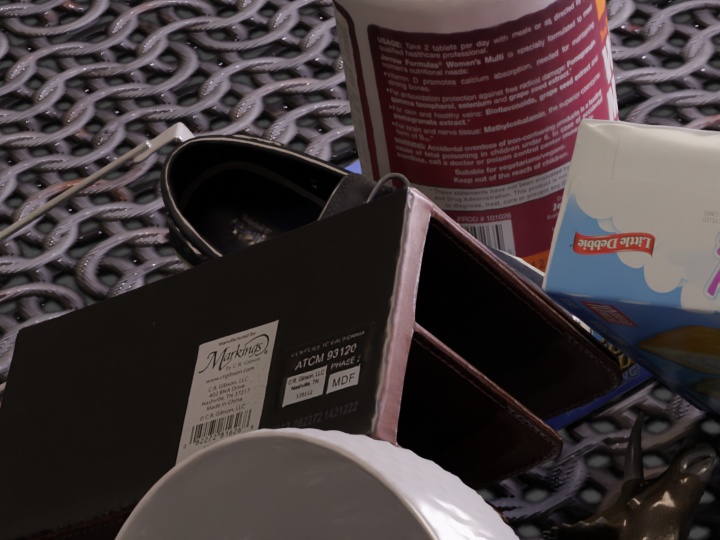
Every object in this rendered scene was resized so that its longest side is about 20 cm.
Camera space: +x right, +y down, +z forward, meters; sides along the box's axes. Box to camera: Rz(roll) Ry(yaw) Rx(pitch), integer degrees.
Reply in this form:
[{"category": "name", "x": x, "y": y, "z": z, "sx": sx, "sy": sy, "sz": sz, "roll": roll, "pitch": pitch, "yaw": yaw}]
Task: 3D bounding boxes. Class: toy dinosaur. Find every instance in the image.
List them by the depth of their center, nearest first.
[{"category": "toy dinosaur", "x": 0.051, "y": 0.134, "z": 1.037, "sx": 0.199, "sy": 0.077, "sz": 0.102, "roll": -22, "pitch": 22, "yaw": -7}]

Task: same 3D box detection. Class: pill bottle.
[{"category": "pill bottle", "x": 0.045, "y": -0.096, "z": 1.164, "sx": 0.109, "sy": 0.201, "sz": 0.110, "roll": -7, "pitch": 34, "yaw": 5}]

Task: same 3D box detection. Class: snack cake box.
[{"category": "snack cake box", "x": 0.157, "y": 0.008, "z": 1.070, "sx": 0.114, "sy": 0.200, "sz": 0.068, "roll": 9, "pitch": 79, "yaw": 25}]

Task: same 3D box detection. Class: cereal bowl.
[{"category": "cereal bowl", "x": 0.000, "y": 0.151, "z": 0.924, "sx": 0.083, "sy": 0.201, "sz": 0.200, "roll": 4, "pitch": 16, "yaw": -46}]

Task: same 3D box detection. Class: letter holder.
[{"category": "letter holder", "x": -0.019, "y": 0.072, "z": 1.060, "sx": 0.199, "sy": 0.142, "sz": 0.101, "roll": -19, "pitch": 49, "yaw": 37}]

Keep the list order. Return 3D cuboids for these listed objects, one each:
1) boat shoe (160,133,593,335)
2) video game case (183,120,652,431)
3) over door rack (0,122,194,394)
[{"category": "boat shoe", "x": 0.000, "y": 0.000, "z": 1.135, "sx": 0.199, "sy": 0.062, "sz": 0.075, "roll": 26, "pitch": 75, "yaw": 27}, {"category": "video game case", "x": 0.054, "y": 0.000, "z": 1.242, "sx": 0.199, "sy": 0.046, "sz": 0.181, "roll": -28, "pitch": 36, "yaw": -25}, {"category": "over door rack", "x": -0.161, "y": 0.006, "z": 1.234, "sx": 0.199, "sy": 0.067, "sz": 0.148, "roll": -19, "pitch": 32, "yaw": 15}]
